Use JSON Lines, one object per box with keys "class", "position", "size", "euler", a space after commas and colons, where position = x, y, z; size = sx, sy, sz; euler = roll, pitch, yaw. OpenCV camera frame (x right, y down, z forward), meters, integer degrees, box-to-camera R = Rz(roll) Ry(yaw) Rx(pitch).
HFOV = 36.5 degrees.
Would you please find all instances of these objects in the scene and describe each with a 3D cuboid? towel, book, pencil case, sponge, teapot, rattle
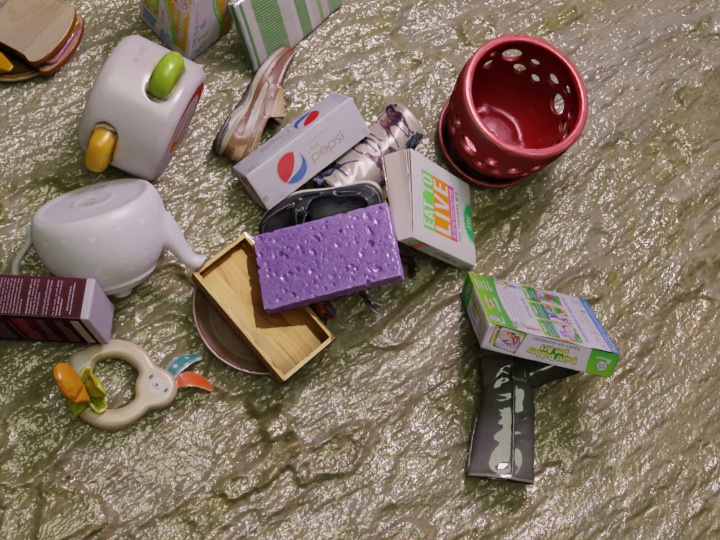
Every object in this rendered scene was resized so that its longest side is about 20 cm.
{"class": "towel", "position": [-0.113, -0.413, 1.687], "size": [0.023, 0.153, 0.200], "euler": [32, 66, 30]}
{"class": "book", "position": [0.108, -0.086, 1.619], "size": [0.048, 0.200, 0.135], "euler": [-14, 72, 29]}
{"class": "pencil case", "position": [0.010, -0.171, 1.668], "size": [0.089, 0.078, 0.200], "euler": [38, 69, 14]}
{"class": "sponge", "position": [-0.046, -0.017, 1.522], "size": [0.199, 0.030, 0.112], "euler": [-14, 72, 7]}
{"class": "teapot", "position": [-0.355, -0.030, 1.511], "size": [0.197, 0.199, 0.147], "euler": [-33, 121, -40]}
{"class": "rattle", "position": [-0.302, 0.137, 1.477], "size": [0.199, 0.143, 0.131], "euler": [1, 53, -5]}

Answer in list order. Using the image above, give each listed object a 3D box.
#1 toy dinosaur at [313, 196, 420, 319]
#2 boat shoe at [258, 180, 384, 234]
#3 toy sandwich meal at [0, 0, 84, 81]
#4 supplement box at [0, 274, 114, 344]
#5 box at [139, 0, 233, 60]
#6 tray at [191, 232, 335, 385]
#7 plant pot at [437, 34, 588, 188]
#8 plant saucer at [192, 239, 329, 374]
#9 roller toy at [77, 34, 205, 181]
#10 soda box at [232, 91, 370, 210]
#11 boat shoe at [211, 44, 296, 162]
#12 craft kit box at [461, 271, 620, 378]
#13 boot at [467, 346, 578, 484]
{"class": "toy dinosaur", "position": [0.000, 0.000, 1.614], "size": [0.180, 0.105, 0.200], "euler": [-12, 43, -20]}
{"class": "boat shoe", "position": [-0.063, -0.077, 1.585], "size": [0.198, 0.066, 0.075], "euler": [-11, 108, 14]}
{"class": "toy sandwich meal", "position": [-0.518, -0.369, 1.616], "size": [0.204, 0.070, 0.207], "euler": [4, 73, -11]}
{"class": "supplement box", "position": [-0.442, 0.052, 1.460], "size": [0.199, 0.109, 0.061], "euler": [2, 68, 3]}
{"class": "box", "position": [-0.253, -0.416, 1.619], "size": [0.112, 0.200, 0.101], "euler": [45, 70, 4]}
{"class": "tray", "position": [-0.139, 0.054, 1.552], "size": [0.099, 0.037, 0.200], "euler": [-39, 85, -20]}
{"class": "plant pot", "position": [0.227, -0.233, 1.679], "size": [0.199, 0.183, 0.202], "euler": [3, 72, -11]}
{"class": "plant saucer", "position": [-0.145, 0.055, 1.587], "size": [0.199, 0.037, 0.202], "euler": [4, 73, -12]}
{"class": "roller toy", "position": [-0.319, -0.232, 1.560], "size": [0.139, 0.182, 0.201], "euler": [25, 100, -5]}
{"class": "soda box", "position": [-0.087, -0.179, 1.625], "size": [0.200, 0.064, 0.068], "euler": [-38, 120, -9]}
{"class": "boat shoe", "position": [-0.149, -0.248, 1.665], "size": [0.074, 0.076, 0.201], "euler": [32, 77, -7]}
{"class": "craft kit box", "position": [0.257, 0.076, 1.594], "size": [0.196, 0.200, 0.049], "euler": [16, 109, -9]}
{"class": "boot", "position": [0.248, 0.212, 1.602], "size": [0.181, 0.073, 0.201], "euler": [-1, 65, 8]}
